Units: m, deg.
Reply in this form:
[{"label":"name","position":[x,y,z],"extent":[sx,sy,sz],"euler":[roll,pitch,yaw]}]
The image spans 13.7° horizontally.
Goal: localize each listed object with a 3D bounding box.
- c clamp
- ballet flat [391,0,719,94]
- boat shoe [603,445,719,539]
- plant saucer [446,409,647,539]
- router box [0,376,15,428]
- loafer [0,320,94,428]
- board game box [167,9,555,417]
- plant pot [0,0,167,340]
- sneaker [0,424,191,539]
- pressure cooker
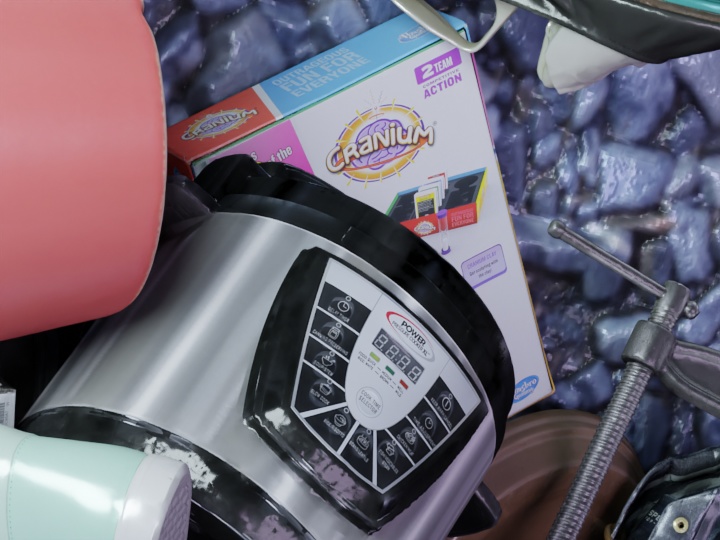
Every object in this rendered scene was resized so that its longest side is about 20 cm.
[{"label":"c clamp","position":[0.132,0.101,1.419],"extent":[0.170,0.027,0.201],"euler":[23,76,-9]},{"label":"ballet flat","position":[0.077,-0.123,1.325],"extent":[0.068,0.199,0.069],"euler":[-47,158,-66]},{"label":"boat shoe","position":[0.130,0.152,1.454],"extent":[0.200,0.071,0.091],"euler":[-24,120,-31]},{"label":"plant saucer","position":[0.073,0.162,1.471],"extent":[0.199,0.029,0.201],"euler":[-24,131,-31]},{"label":"router box","position":[-0.195,0.119,1.233],"extent":[0.051,0.149,0.201],"euler":[-6,110,-29]},{"label":"loafer","position":[-0.151,0.026,1.289],"extent":[0.072,0.073,0.201],"euler":[16,108,3]},{"label":"board game box","position":[0.000,0.000,1.382],"extent":[0.153,0.040,0.201],"euler":[-27,120,-22]},{"label":"plant pot","position":[-0.177,-0.049,1.135],"extent":[0.176,0.200,0.202],"euler":[-2,109,-23]},{"label":"sneaker","position":[-0.131,0.127,1.154],"extent":[0.074,0.118,0.201],"euler":[-65,169,-45]},{"label":"pressure cooker","position":[-0.035,0.058,1.241],"extent":[0.200,0.178,0.176],"euler":[-54,153,-34]}]
